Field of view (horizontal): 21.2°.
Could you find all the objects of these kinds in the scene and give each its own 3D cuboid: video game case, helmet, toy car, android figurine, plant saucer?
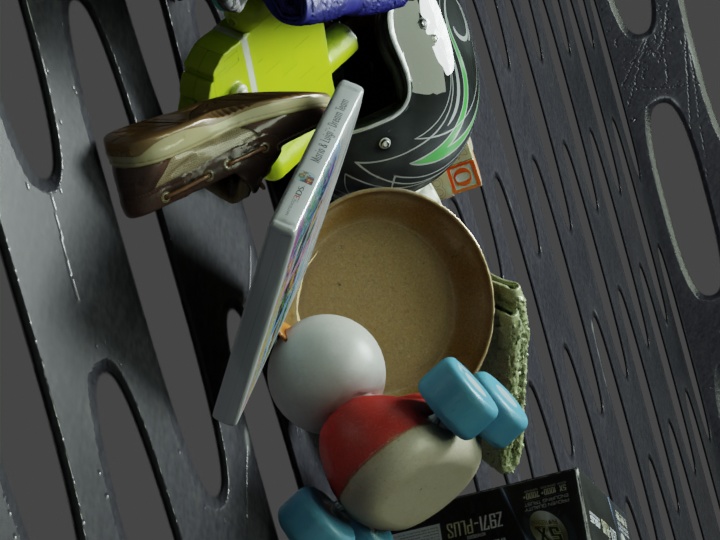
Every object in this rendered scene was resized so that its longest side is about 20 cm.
[{"bbox_3d":[-0.053,-0.013,1.414,0.182,0.024,0.201,-67,177,-49],"label":"video game case"},{"bbox_3d":[0.010,-0.154,1.676,0.200,0.199,0.192,-8,100,-72],"label":"helmet"},{"bbox_3d":[-0.005,0.104,1.535,0.200,0.184,0.177,51,10,20],"label":"toy car"},{"bbox_3d":[-0.074,-0.152,1.508,0.200,0.041,0.183,-45,144,-34],"label":"android figurine"},{"bbox_3d":[0.018,0.031,1.633,0.035,0.199,0.201,-9,-83,67],"label":"plant saucer"}]

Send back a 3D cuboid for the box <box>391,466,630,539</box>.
[{"bbox_3d":[0.126,0.255,1.685,0.164,0.199,0.087,45,34,-59],"label":"box"}]

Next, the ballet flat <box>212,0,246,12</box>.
[{"bbox_3d":[-0.087,-0.282,1.333,0.072,0.072,0.202,14,64,-70],"label":"ballet flat"}]

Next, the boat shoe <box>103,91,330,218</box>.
[{"bbox_3d":[-0.099,-0.085,1.401,0.199,0.072,0.072,-23,111,-44],"label":"boat shoe"}]

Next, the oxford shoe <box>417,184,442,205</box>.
[{"bbox_3d":[0.017,-0.091,1.812,0.201,0.075,0.058,60,10,-13],"label":"oxford shoe"}]

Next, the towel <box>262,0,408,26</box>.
[{"bbox_3d":[-0.034,-0.261,1.468,0.200,0.049,0.149,-23,96,-61],"label":"towel"}]

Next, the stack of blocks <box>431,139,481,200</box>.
[{"bbox_3d":[0.033,-0.162,1.852,0.059,0.115,0.201,-86,157,-73],"label":"stack of blocks"}]

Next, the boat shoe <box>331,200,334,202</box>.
[{"bbox_3d":[0.000,0.000,1.727,0.064,0.070,0.201,45,27,-59],"label":"boat shoe"}]

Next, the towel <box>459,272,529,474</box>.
[{"bbox_3d":[0.097,0.077,1.742,0.036,0.148,0.201,-24,128,-32],"label":"towel"}]
